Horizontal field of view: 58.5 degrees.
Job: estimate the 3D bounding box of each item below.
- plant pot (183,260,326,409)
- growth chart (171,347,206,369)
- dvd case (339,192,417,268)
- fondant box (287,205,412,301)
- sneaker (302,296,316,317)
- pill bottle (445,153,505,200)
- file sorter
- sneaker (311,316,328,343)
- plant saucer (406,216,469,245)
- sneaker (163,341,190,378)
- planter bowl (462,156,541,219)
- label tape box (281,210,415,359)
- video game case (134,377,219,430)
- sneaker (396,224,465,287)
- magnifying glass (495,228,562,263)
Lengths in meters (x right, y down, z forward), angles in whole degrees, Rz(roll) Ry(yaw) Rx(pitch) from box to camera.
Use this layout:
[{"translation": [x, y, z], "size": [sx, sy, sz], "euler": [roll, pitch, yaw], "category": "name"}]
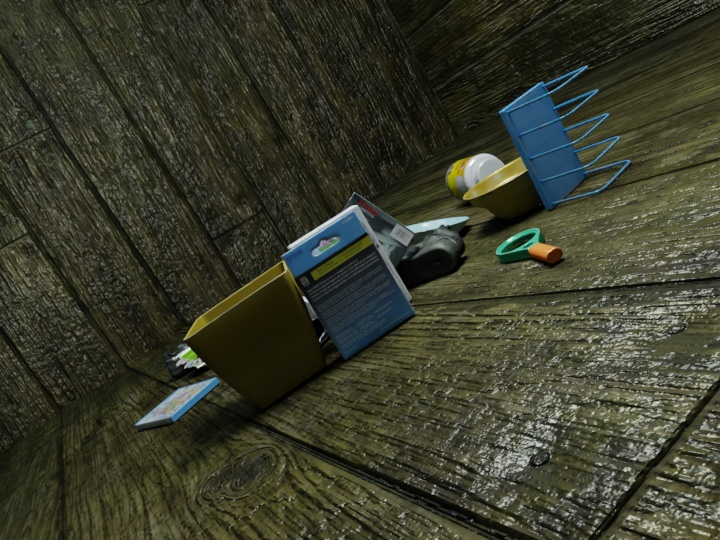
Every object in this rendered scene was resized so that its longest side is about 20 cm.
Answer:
[{"translation": [-0.165, 0.117, 1.126], "size": [0.199, 0.177, 0.200], "euler": [-34, 10, -3], "category": "plant pot"}, {"translation": [-0.416, 0.223, 1.755], "size": [0.199, 0.018, 0.145], "euler": [2, 33, 41], "category": "growth chart"}, {"translation": [-0.006, -0.022, 1.201], "size": [0.201, 0.145, 0.022], "euler": [-58, 9, 2], "category": "dvd case"}, {"translation": [-0.020, 0.005, 1.160], "size": [0.144, 0.201, 0.058], "euler": [-32, 9, -6], "category": "fondant box"}, {"translation": [-0.119, 0.086, 1.494], "size": [0.088, 0.076, 0.200], "euler": [-23, 3, -26], "category": "sneaker"}, {"translation": [0.298, -0.238, 1.644], "size": [0.109, 0.110, 0.200], "euler": [-33, 10, -8], "category": "pill bottle"}, {"translation": [0.370, -0.238, 1.145], "size": [0.138, 0.201, 0.122], "euler": [-38, 14, -33], "category": "file sorter"}, {"translation": [-0.118, 0.133, 1.258], "size": [0.199, 0.060, 0.104], "euler": [-34, 4, -30], "category": "sneaker"}, {"translation": [0.149, -0.083, 1.449], "size": [0.199, 0.039, 0.201], "euler": [-12, 9, 2], "category": "plant saucer"}, {"translation": [-0.478, 0.235, 1.853], "size": [0.199, 0.080, 0.075], "euler": [-30, 8, 5], "category": "sneaker"}, {"translation": [0.312, -0.161, 1.286], "size": [0.199, 0.084, 0.200], "euler": [-32, 9, 6], "category": "planter bowl"}, {"translation": [-0.022, 0.023, 1.072], "size": [0.143, 0.201, 0.066], "euler": [-32, 7, -4], "category": "label tape box"}, {"translation": [-0.426, 0.309, 1.488], "size": [0.199, 0.018, 0.143], "euler": [-23, 14, 46], "category": "video game case"}, {"translation": [0.124, -0.028, 1.261], "size": [0.198, 0.077, 0.114], "euler": [-19, 14, 43], "category": "sneaker"}, {"translation": [0.263, -0.034, 0.994], "size": [0.079, 0.023, 0.200], "euler": [-32, 10, 1], "category": "magnifying glass"}]
